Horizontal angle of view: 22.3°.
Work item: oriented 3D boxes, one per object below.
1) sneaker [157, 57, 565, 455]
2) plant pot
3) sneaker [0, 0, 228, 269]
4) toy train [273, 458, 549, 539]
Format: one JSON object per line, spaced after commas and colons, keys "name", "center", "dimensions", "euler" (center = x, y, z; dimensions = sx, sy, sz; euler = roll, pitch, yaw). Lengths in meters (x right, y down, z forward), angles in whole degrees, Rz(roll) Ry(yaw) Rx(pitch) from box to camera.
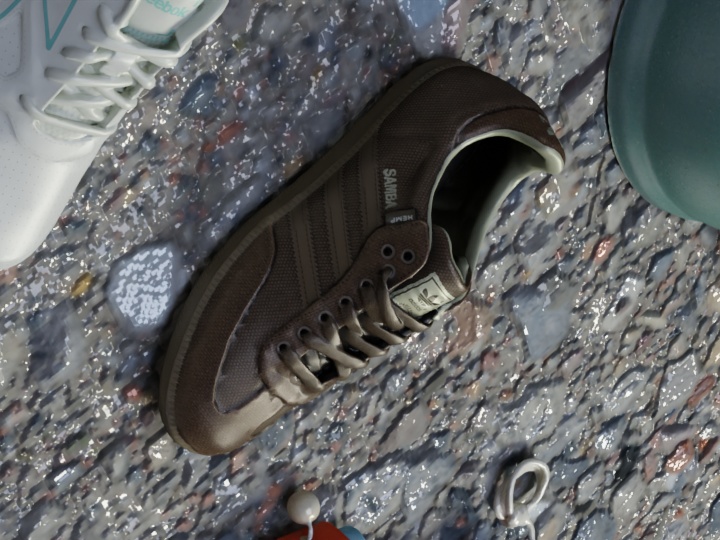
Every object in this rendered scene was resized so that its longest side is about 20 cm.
{"name": "sneaker", "center": [0.000, 0.000, 0.734], "dimensions": [0.200, 0.075, 0.070], "euler": [-52, 137, -6]}
{"name": "plant pot", "center": [0.233, -0.093, 0.849], "dimensions": [0.200, 0.134, 0.201], "euler": [-23, 128, -32]}
{"name": "sneaker", "center": [-0.090, -0.086, 0.600], "dimensions": [0.070, 0.080, 0.201], "euler": [12, 107, -47]}
{"name": "toy train", "center": [0.026, 0.166, 0.873], "dimensions": [0.199, 0.056, 0.151], "euler": [-11, 121, -38]}
